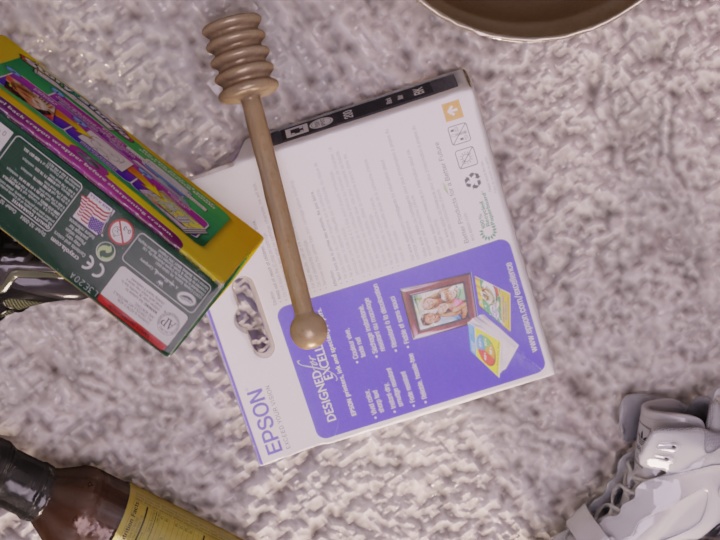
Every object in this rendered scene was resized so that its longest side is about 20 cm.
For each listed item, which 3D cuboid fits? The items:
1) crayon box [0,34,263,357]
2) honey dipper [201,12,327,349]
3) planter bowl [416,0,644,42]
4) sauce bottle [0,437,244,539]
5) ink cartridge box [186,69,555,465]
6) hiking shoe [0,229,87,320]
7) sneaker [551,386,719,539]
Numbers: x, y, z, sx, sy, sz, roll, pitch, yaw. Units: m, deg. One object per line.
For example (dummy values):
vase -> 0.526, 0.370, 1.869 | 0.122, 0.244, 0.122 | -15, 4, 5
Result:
crayon box -> -0.158, -0.047, 1.379 | 0.200, 0.173, 0.058 | 38, 99, -2
honey dipper -> -0.051, -0.052, 1.444 | 0.038, 0.038, 0.201 | -15, 85, -2
planter bowl -> 0.089, -0.243, 1.385 | 0.199, 0.135, 0.202 | -3, 110, -7
sauce bottle -> -0.154, 0.164, 1.543 | 0.199, 0.065, 0.065 | 29, 104, -15
ink cartridge box -> 0.000, 0.000, 1.511 | 0.199, 0.043, 0.199 | -17, 110, 0
hiking shoe -> -0.250, 0.020, 1.478 | 0.199, 0.076, 0.101 | -3, 119, 3
sneaker -> 0.168, 0.149, 1.577 | 0.199, 0.075, 0.116 | -19, 111, -6
